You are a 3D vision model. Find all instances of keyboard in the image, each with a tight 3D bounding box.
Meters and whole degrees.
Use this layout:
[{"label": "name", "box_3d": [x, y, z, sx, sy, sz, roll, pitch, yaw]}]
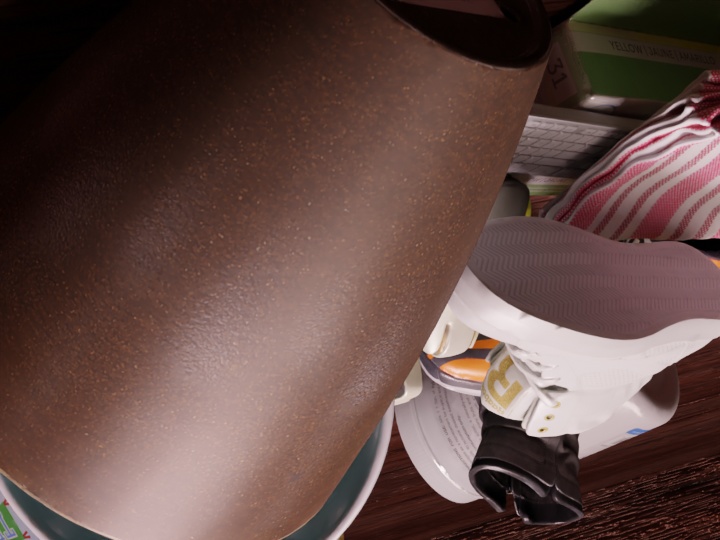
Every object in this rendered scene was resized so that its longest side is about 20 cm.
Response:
[{"label": "keyboard", "box_3d": [0.082, -0.056, 0.658, 0.200, 0.011, 0.056, 2, 155, -46]}]

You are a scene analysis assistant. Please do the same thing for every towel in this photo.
[{"label": "towel", "box_3d": [0.200, -0.045, 0.701, 0.200, 0.030, 0.146, -1, 158, -26]}]

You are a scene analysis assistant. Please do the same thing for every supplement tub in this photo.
[{"label": "supplement tub", "box_3d": [0.142, 0.096, 1.183, 0.200, 0.132, 0.132, -27, 162, 30]}]

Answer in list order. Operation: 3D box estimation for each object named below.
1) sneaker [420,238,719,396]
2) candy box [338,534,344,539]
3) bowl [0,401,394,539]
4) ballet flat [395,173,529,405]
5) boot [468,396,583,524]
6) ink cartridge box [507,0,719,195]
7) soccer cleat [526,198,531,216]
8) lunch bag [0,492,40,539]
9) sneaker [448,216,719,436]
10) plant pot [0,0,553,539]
[{"label": "sneaker", "box_3d": [0.128, 0.003, 0.820, 0.200, 0.078, 0.112, -15, 148, -14]}, {"label": "candy box", "box_3d": [-0.114, 0.145, 0.998, 0.200, 0.117, 0.056, -6, 157, -1]}, {"label": "bowl", "box_3d": [-0.074, 0.045, 0.704, 0.201, 0.201, 0.105, -23, -177, 14]}, {"label": "ballet flat", "box_3d": [0.029, 0.026, 0.746, 0.067, 0.064, 0.200, -2, 152, -39]}, {"label": "boot", "box_3d": [0.082, 0.068, 0.901, 0.200, 0.132, 0.070, 35, 140, -31]}, {"label": "ink cartridge box", "box_3d": [0.145, -0.096, 0.693, 0.145, 0.048, 0.200, -2, 159, -45]}, {"label": "soccer cleat", "box_3d": [0.000, 0.001, 0.807, 0.200, 0.065, 0.084, -22, 175, 19]}, {"label": "lunch bag", "box_3d": [-0.139, 0.151, 0.864, 0.170, 0.124, 0.200, -1, -179, 2]}, {"label": "sneaker", "box_3d": [0.088, 0.038, 0.696, 0.200, 0.074, 0.116, 7, 137, -45]}, {"label": "plant pot", "box_3d": [-0.032, -0.034, 0.505, 0.187, 0.187, 0.200, -3, 143, -45]}]
